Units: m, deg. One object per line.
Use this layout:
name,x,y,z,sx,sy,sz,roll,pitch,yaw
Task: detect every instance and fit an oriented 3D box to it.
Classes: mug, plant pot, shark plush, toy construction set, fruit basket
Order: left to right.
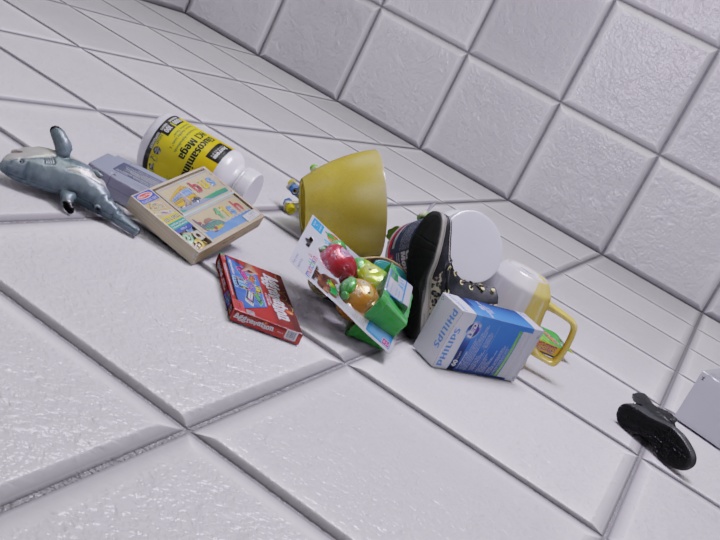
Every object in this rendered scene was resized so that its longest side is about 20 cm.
shark plush,-0.400,-0.102,1.366,0.200,0.091,0.084,45,30,-17
toy construction set,-0.052,-0.143,1.958,0.199,0.131,0.092,18,30,-49
plant pot,-0.039,-0.121,1.812,0.140,0.202,0.200,-1,21,-10
fruit basket,-0.010,0.011,1.458,0.200,0.094,0.186,48,22,-11
mug,0.271,0.073,1.726,0.185,0.154,0.150,20,15,-27

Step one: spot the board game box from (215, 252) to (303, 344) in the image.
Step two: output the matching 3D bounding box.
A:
board game box,-0.144,0.036,1.371,0.102,0.020,0.200,23,15,-22

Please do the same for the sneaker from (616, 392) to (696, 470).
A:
sneaker,0.514,0.270,1.674,0.103,0.061,0.200,10,19,-37

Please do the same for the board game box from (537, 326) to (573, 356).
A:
board game box,0.313,0.115,1.907,0.198,0.030,0.096,20,17,-18

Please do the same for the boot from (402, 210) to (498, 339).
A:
boot,0.151,0.012,1.580,0.152,0.206,0.073,5,10,-31

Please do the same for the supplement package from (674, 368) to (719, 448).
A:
supplement package,0.718,0.269,1.946,0.113,0.110,0.199,36,16,30

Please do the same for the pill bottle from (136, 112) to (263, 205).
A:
pill bottle,-0.269,-0.173,1.669,0.199,0.113,0.112,29,15,8

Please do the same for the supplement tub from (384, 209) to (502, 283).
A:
supplement tub,0.143,-0.028,1.725,0.139,0.142,0.200,21,-15,-22

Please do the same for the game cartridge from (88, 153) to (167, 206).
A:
game cartridge,-0.326,-0.118,1.535,0.199,0.042,0.133,27,19,-4

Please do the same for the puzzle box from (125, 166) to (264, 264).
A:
puzzle box,-0.243,-0.088,1.476,0.133,0.026,0.200,38,29,7

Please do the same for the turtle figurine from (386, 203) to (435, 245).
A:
turtle figurine,0.130,-0.037,1.927,0.192,0.146,0.199,-5,22,-36

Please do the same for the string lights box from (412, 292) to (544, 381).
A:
string lights box,0.189,0.108,1.556,0.199,0.103,0.059,15,21,-41

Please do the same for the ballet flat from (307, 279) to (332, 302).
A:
ballet flat,-0.009,0.036,1.581,0.199,0.057,0.067,13,63,-42

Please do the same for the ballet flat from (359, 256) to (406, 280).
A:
ballet flat,0.000,0.000,1.667,0.199,0.069,0.063,17,4,-41
